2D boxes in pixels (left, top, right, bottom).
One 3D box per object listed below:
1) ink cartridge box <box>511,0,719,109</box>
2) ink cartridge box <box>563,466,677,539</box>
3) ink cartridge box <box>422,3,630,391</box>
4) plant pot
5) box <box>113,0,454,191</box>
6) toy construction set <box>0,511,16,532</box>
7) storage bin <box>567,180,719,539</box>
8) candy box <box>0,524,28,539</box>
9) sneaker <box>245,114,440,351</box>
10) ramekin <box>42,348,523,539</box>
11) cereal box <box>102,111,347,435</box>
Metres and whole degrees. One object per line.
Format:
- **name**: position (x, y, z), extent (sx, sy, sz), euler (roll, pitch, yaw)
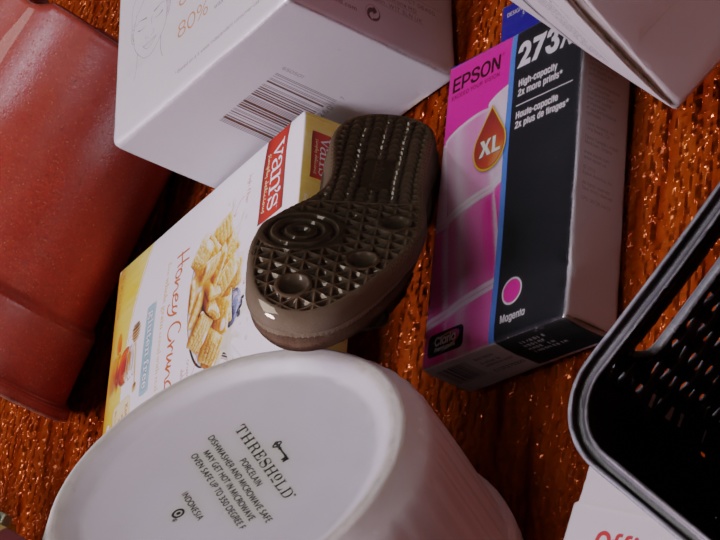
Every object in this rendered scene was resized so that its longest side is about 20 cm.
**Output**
- **ink cartridge box**: position (0.111, -0.173, 1.006), extent (0.147, 0.083, 0.200), euler (-47, 34, 2)
- **ink cartridge box**: position (0.116, 0.151, 0.837), extent (0.116, 0.068, 0.201), euler (6, 76, 56)
- **ink cartridge box**: position (0.077, -0.052, 1.061), extent (0.094, 0.037, 0.201), euler (-25, 49, 48)
- **plant pot**: position (-0.198, -0.050, 1.344), extent (0.196, 0.200, 0.201), euler (-58, 32, -1)
- **box**: position (-0.041, -0.161, 1.235), extent (0.152, 0.106, 0.201), euler (-35, 44, 42)
- **toy construction set**: position (-0.216, 0.220, 1.276), extent (0.130, 0.092, 0.201), euler (8, 84, 33)
- **storage bin**: position (0.178, 0.058, 0.710), extent (0.200, 0.094, 0.135), euler (39, 94, 37)
- **candy box**: position (-0.180, 0.212, 0.979), extent (0.056, 0.116, 0.201), euler (20, 123, 44)
- **sneaker**: position (0.000, 0.000, 1.060), extent (0.200, 0.070, 0.076), euler (-59, -27, -60)
- **ramekin**: position (-0.040, 0.117, 0.978), extent (0.201, 0.095, 0.203), euler (-18, 32, 12)
- **cereal box**: position (-0.069, 0.027, 1.209), extent (0.200, 0.039, 0.145), euler (-39, 40, 48)
